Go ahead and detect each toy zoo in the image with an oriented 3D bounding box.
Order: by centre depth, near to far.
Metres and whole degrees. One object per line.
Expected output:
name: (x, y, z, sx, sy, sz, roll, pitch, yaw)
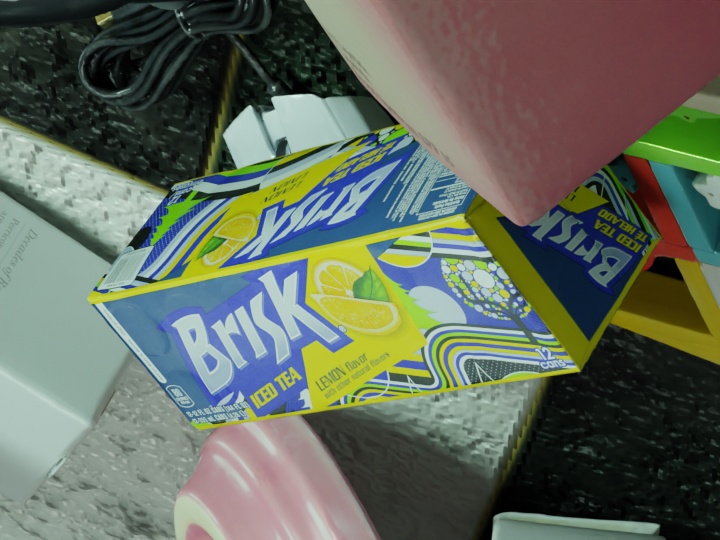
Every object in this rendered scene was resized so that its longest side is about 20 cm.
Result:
toy zoo: (0.114, -0.014, 0.957, 0.131, 0.021, 0.200, 16, 155, 32)

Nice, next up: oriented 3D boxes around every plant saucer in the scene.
plant saucer: (-0.023, 0.150, 1.159, 0.201, 0.051, 0.201, 57, 161, 33)

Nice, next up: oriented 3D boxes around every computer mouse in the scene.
computer mouse: (-0.012, -0.031, 1.036, 0.109, 0.044, 0.200, -20, 123, 44)

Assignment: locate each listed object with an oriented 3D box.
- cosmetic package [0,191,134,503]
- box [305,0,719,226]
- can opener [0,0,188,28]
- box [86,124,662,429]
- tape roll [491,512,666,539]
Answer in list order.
cosmetic package: (-0.190, 0.001, 1.159, 0.199, 0.074, 0.102, 33, 148, -10)
box: (0.015, -0.134, 0.797, 0.200, 0.109, 0.128, 54, 176, -32)
can opener: (-0.040, -0.108, 0.926, 0.198, 0.079, 0.064, -4, 147, 4)
box: (0.000, 0.000, 0.969, 0.199, 0.064, 0.070, -11, 125, 49)
tape roll: (0.078, 0.199, 1.120, 0.070, 0.203, 0.203, 4, 140, 4)
